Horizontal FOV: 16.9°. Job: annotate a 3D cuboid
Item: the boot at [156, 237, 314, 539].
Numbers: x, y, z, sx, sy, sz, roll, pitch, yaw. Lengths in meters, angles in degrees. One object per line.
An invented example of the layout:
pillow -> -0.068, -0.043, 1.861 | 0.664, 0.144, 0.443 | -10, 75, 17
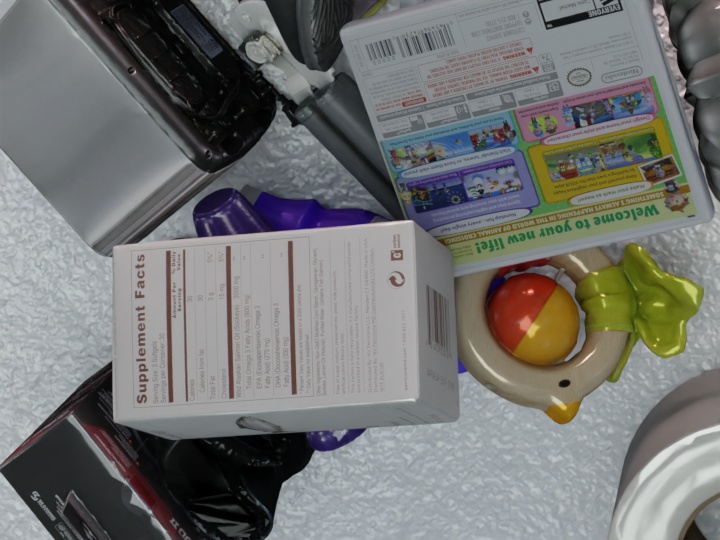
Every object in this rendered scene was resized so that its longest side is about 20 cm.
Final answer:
boot -> -0.104, 0.082, 1.690 | 0.076, 0.168, 0.200 | -26, 98, 15

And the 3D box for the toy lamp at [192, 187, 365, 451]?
toy lamp -> -0.055, 0.032, 1.670 | 0.058, 0.058, 0.200 | -23, 117, 15

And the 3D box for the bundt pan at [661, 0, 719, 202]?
bundt pan -> 0.245, -0.124, 1.556 | 0.076, 0.202, 0.202 | -14, 101, 8

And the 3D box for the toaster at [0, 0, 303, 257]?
toaster -> -0.156, -0.119, 1.645 | 0.119, 0.181, 0.200 | -40, 95, 22

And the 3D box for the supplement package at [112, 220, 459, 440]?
supplement package -> -0.047, 0.041, 1.545 | 0.199, 0.117, 0.118 | -4, 80, 15

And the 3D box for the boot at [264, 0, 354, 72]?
boot -> -0.108, -0.222, 1.594 | 0.200, 0.066, 0.165 | 14, 133, 22

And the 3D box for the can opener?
can opener -> -0.013, -0.121, 1.678 | 0.200, 0.066, 0.053 | 49, 146, -11

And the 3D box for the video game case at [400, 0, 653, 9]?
video game case -> 0.119, -0.225, 1.578 | 0.182, 0.022, 0.200 | -3, 116, -24

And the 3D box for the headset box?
headset box -> -0.158, 0.150, 1.698 | 0.077, 0.200, 0.149 | -36, 96, 21

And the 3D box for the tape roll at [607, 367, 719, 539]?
tape roll -> 0.273, 0.178, 1.661 | 0.202, 0.139, 0.203 | 2, 104, 9

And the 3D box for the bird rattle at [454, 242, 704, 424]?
bird rattle -> 0.125, 0.010, 1.633 | 0.200, 0.113, 0.163 | 38, 65, -12

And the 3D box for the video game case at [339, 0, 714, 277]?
video game case -> 0.106, -0.095, 1.542 | 0.200, 0.022, 0.182 | -12, 110, 23

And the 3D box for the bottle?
bottle -> 0.000, 0.000, 1.703 | 0.200, 0.065, 0.084 | 25, 107, 3

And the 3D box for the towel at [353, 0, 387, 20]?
towel -> -0.019, -0.279, 1.660 | 0.144, 0.023, 0.200 | -36, 95, 17
